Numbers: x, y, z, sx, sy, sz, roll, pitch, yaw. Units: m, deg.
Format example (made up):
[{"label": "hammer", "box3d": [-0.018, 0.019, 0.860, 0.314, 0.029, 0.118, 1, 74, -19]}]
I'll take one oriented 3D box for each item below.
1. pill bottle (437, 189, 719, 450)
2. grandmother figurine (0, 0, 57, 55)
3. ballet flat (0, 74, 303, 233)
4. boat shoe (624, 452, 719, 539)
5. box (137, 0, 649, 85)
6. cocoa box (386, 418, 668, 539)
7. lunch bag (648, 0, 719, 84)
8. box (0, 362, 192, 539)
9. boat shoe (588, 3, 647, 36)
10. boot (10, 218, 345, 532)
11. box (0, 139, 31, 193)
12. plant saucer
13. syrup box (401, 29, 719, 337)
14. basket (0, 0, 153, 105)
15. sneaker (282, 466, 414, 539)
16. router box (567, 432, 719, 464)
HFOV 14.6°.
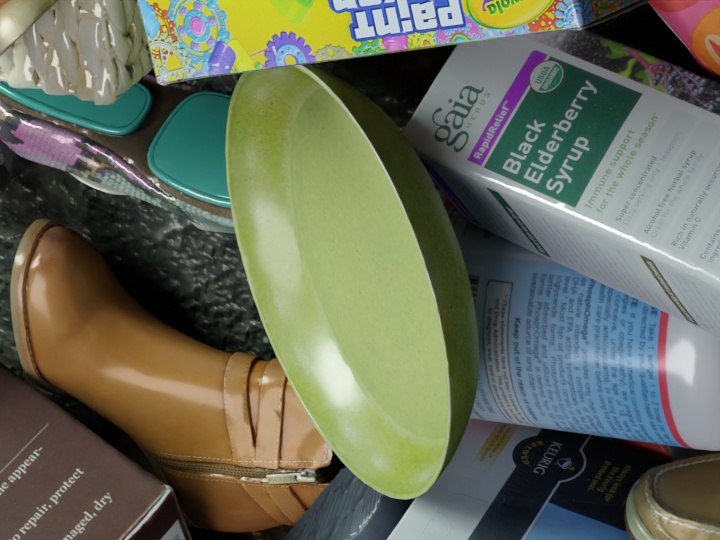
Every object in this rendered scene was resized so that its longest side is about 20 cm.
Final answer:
[{"label": "pill bottle", "box3d": [0.123, 0.022, 1.249, 0.200, 0.109, 0.109, 7, 126, 28]}, {"label": "grandmother figurine", "box3d": [-0.208, -0.165, 1.131, 0.200, 0.061, 0.121, 46, 125, -8]}, {"label": "ballet flat", "box3d": [-0.096, -0.056, 1.364, 0.200, 0.069, 0.071, 21, 149, 22]}, {"label": "boat shoe", "box3d": [0.217, 0.098, 1.234, 0.200, 0.072, 0.076, 2, 139, -14]}, {"label": "box", "box3d": [0.010, -0.184, 1.059, 0.200, 0.122, 0.193, -4, 105, 37]}, {"label": "cocoa box", "box3d": [0.071, 0.180, 1.265, 0.131, 0.200, 0.134, 19, 130, 18]}, {"label": "lunch bag", "box3d": [0.166, -0.178, 1.101, 0.200, 0.082, 0.176, 47, 129, -8]}, {"label": "box", "box3d": [-0.205, 0.154, 1.452, 0.200, 0.164, 0.166, 33, 159, 25]}, {"label": "boat shoe", "box3d": [0.034, -0.163, 1.195, 0.200, 0.070, 0.070, 37, 130, 0]}, {"label": "boot", "box3d": [-0.079, 0.052, 1.424, 0.154, 0.074, 0.200, 1, 135, 32]}, {"label": "box", "box3d": [-0.261, -0.092, 1.367, 0.050, 0.158, 0.200, -11, 115, 37]}, {"label": "plant saucer", "box3d": [0.000, 0.000, 1.219, 0.200, 0.031, 0.200, 47, 147, 44]}, {"label": "syrup box", "box3d": [0.122, -0.035, 1.163, 0.200, 0.079, 0.081, 26, 169, 32]}, {"label": "basket", "box3d": [-0.151, -0.201, 1.219, 0.198, 0.161, 0.200, 12, 126, 25]}, {"label": "sneaker", "box3d": [0.004, 0.153, 1.393, 0.082, 0.070, 0.200, 28, 150, -6]}, {"label": "router box", "box3d": [0.114, 0.150, 1.390, 0.179, 0.049, 0.200, -10, 117, 36]}]
